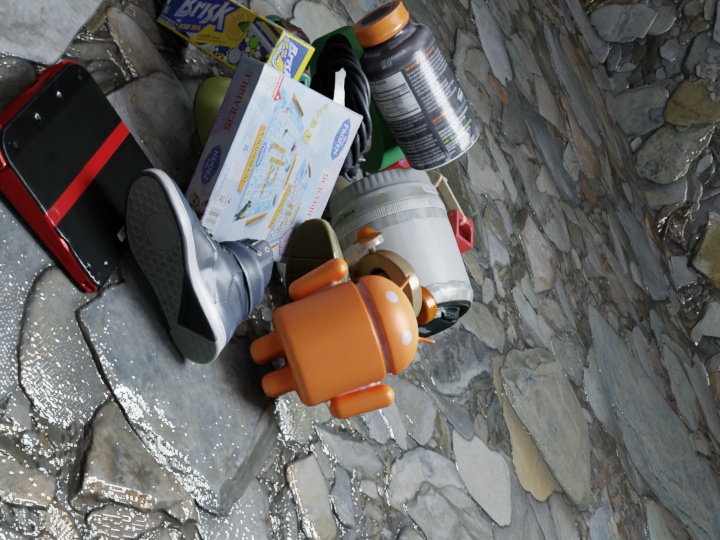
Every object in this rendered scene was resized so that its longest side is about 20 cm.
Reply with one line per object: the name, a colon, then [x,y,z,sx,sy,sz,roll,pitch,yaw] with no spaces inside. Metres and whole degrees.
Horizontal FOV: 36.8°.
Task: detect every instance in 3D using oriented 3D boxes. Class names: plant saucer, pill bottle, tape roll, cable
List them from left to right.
plant saucer: [-0.131,-0.160,1.370,0.200,0.031,0.202,43,33,-37]
cable: [-0.034,-0.221,1.396,0.201,0.050,0.165,-113,-158,-49]
tape roll: [-0.003,-0.238,1.514,0.201,0.048,0.202,52,-21,30]
pill bottle: [0.066,-0.237,1.374,0.202,0.105,0.107,60,26,-23]

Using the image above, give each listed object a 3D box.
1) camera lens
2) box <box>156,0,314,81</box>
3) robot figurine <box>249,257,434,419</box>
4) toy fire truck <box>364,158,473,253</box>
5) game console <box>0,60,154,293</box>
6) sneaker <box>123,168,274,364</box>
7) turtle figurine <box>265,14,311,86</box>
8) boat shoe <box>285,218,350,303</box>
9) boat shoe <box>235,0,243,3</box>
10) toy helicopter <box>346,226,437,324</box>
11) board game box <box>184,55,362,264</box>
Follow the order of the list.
camera lens: [0.053,-0.014,1.440,0.159,0.158,0.203,10,59,-58]
box: [-0.150,-0.278,1.277,0.199,0.071,0.064,35,10,33]
robot figurine: [-0.022,0.074,1.190,0.145,0.197,0.118,-118,-169,-47]
toy fire truck: [0.084,-0.102,1.593,0.049,0.140,0.203,29,44,-49]
game console: [-0.277,-0.098,1.061,0.178,0.031,0.201,59,27,-25]
sneaker: [-0.162,-0.029,1.118,0.146,0.076,0.205,-48,129,-52]
turtle figurine: [-0.108,-0.272,1.392,0.149,0.100,0.201,37,18,-47]
boat shoe: [-0.040,0.039,1.293,0.063,0.072,0.204,-14,96,-63]
boat shoe: [-0.214,-0.382,1.382,0.067,0.073,0.200,52,16,11]
toy helicopter: [0.000,0.000,1.319,0.078,0.199,0.134,-29,121,-32]
board game box: [-0.101,-0.117,1.239,0.199,0.041,0.203,18,97,-56]
